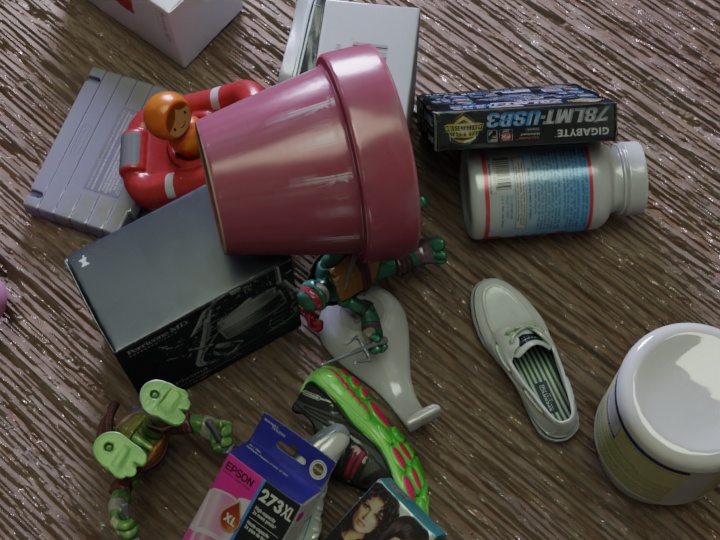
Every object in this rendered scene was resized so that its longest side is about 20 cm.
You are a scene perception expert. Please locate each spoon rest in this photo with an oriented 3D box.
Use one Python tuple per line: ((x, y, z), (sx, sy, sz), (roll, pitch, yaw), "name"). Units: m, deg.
((0.024, 0.096, 1.303), (0.099, 0.061, 0.200), (-24, 55, -11), "spoon rest")

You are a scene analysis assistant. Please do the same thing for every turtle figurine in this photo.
((-0.186, 0.198, 1.182), (0.143, 0.194, 0.201), (-17, 70, -9), "turtle figurine")
((0.000, 0.000, 1.265), (0.100, 0.150, 0.200), (22, 49, 40), "turtle figurine")

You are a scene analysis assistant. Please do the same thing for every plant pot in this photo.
((-0.054, -0.096, 1.115), (0.178, 0.200, 0.201), (-12, 67, -8), "plant pot")

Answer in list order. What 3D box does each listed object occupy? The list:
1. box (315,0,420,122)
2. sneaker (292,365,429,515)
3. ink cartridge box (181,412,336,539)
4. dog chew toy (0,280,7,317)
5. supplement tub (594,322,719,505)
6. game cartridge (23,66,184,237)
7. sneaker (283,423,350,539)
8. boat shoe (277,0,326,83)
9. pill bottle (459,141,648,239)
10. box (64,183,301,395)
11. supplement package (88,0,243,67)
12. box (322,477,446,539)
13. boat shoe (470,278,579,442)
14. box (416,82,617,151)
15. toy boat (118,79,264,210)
((0.005, -0.178, 1.336), (0.106, 0.200, 0.153), (6, 66, 3), "box")
((0.002, 0.195, 1.255), (0.084, 0.077, 0.200), (-41, 74, 18), "sneaker")
((-0.111, 0.248, 1.164), (0.094, 0.037, 0.201), (31, 94, 23), "ink cartridge box")
((-0.459, -0.016, 1.321), (0.124, 0.125, 0.201), (-32, 78, -12), "dog chew toy")
((0.312, 0.150, 1.189), (0.144, 0.200, 0.146), (0, 67, 1), "supplement tub")
((-0.298, -0.137, 1.415), (0.129, 0.038, 0.201), (19, 68, 5), "game cartridge")
((-0.065, 0.242, 1.211), (0.080, 0.070, 0.201), (37, 100, 3), "sneaker")
((-0.047, -0.301, 1.470), (0.070, 0.072, 0.201), (14, 77, -3), "boat shoe")
((0.216, -0.096, 1.347), (0.198, 0.109, 0.109), (-4, 66, -1), "pill bottle")
((-0.178, 0.024, 1.253), (0.199, 0.197, 0.124), (-29, 69, -11), "box")
((-0.260, -0.369, 1.466), (0.200, 0.121, 0.120), (36, 72, 16), "supplement package")
((-0.014, 0.305, 1.175), (0.082, 0.049, 0.200), (43, 94, 17), "box")
((0.184, 0.086, 1.291), (0.073, 0.067, 0.201), (-26, 69, -10), "boat shoe")
((0.169, -0.173, 1.342), (0.198, 0.199, 0.050), (-5, 105, -2), "box")
((-0.188, -0.150, 1.307), (0.199, 0.131, 0.131), (-10, 66, 20), "toy boat")
